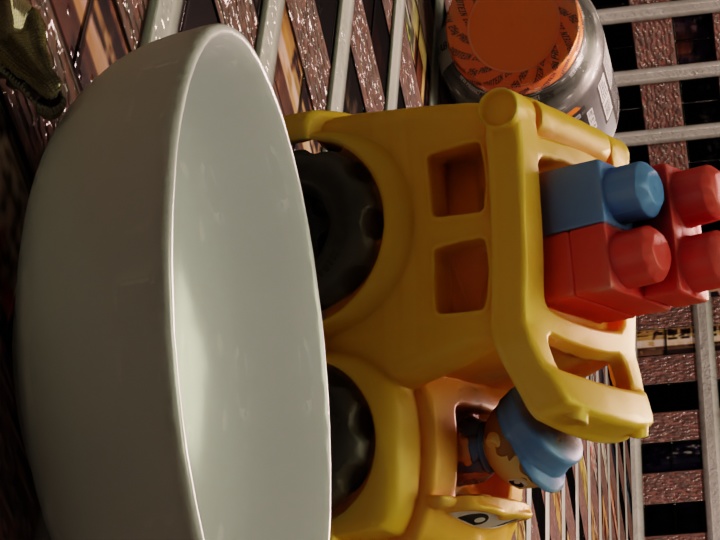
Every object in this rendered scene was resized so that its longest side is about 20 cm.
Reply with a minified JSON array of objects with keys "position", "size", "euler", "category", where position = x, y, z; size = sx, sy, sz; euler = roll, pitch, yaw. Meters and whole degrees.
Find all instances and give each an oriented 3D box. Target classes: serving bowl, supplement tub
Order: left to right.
[{"position":[-0.060,0.029,0.673],"size":[0.200,0.066,0.201],"euler":[-6,90,-81],"category":"serving bowl"},{"position":[0.125,-0.148,1.664],"size":[0.200,0.122,0.123],"euler":[52,34,-71],"category":"supplement tub"}]

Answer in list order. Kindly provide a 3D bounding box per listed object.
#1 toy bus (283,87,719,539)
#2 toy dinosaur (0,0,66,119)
[{"position":[0.061,0.025,0.918],"size":[0.136,0.192,0.201],"euler":[18,67,-55],"category":"toy bus"},{"position":[-0.097,-0.147,0.642],"size":[0.101,0.058,0.201],"euler":[100,-3,-69],"category":"toy dinosaur"}]
